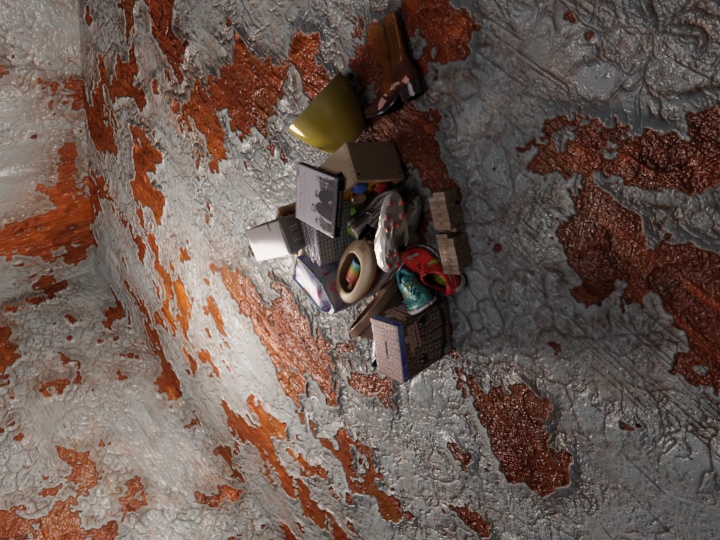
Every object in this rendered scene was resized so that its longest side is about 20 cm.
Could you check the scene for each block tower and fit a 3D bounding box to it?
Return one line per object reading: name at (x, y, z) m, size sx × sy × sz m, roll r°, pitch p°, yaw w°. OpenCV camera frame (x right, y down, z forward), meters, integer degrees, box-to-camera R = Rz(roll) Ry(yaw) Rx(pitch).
block tower at (0.217, -0.095, 1.436) m, size 0.054 × 0.057 × 0.203 m, roll 2°, pitch 109°, yaw 49°

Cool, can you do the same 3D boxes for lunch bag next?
lunch bag at (-0.076, 0.022, 1.753) m, size 0.200 × 0.168 × 0.128 m, roll 48°, pitch 143°, yaw 24°

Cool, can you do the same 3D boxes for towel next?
towel at (-0.087, -0.130, 1.692) m, size 0.085 × 0.164 × 0.203 m, roll 13°, pitch 117°, yaw 49°

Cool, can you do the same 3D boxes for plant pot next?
plant pot at (0.064, 0.120, 1.634) m, size 0.092 × 0.201 × 0.201 m, roll 40°, pitch 140°, yaw 0°
plant pot at (-0.070, -0.386, 1.542) m, size 0.142 × 0.201 × 0.200 m, roll 43°, pitch 144°, yaw -12°

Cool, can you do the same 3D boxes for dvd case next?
dvd case at (-0.109, -0.184, 1.527) m, size 0.199 × 0.024 × 0.152 m, roll 31°, pitch 122°, yaw 49°

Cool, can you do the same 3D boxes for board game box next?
board game box at (0.136, 0.169, 1.552) m, size 0.096 × 0.199 × 0.162 m, roll 13°, pitch 119°, yaw 45°

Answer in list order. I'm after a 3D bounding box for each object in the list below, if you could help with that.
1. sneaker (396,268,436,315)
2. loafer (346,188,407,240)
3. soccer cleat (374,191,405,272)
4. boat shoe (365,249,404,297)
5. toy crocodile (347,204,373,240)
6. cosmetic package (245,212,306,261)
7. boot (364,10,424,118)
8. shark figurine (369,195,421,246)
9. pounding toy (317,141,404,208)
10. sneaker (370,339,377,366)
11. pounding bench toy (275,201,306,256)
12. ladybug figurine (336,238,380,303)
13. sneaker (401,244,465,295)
sneaker at (0.130, 0.052, 1.501) m, size 0.080 × 0.077 × 0.200 m, roll 58°, pitch 178°, yaw -20°
loafer at (0.052, -0.142, 1.538) m, size 0.199 × 0.072 × 0.072 m, roll -34°, pitch 66°, yaw 37°
soccer cleat at (0.065, -0.097, 1.481) m, size 0.077 × 0.069 × 0.203 m, roll 24°, pitch 115°, yaw 55°
boat shoe at (0.065, 0.008, 1.656) m, size 0.200 × 0.069 × 0.071 m, roll -53°, pitch 51°, yaw 41°
toy crocodile at (0.011, -0.090, 1.676) m, size 0.061 × 0.067 × 0.203 m, roll 9°, pitch 118°, yaw 40°
cosmetic package at (-0.247, -0.097, 1.760) m, size 0.199 × 0.090 × 0.108 m, roll -12°, pitch 102°, yaw 49°
boot at (0.049, -0.483, 1.422) m, size 0.187 × 0.068 × 0.202 m, roll -18°, pitch 94°, yaw 53°
shark figurine at (0.105, -0.086, 1.562) m, size 0.214 × 0.089 × 0.130 m, roll -35°, pitch 48°, yaw 44°
pounding toy at (0.003, -0.224, 1.542) m, size 0.199 × 0.182 × 0.144 m, roll -28°, pitch 75°, yaw 52°
sneaker at (0.067, 0.205, 1.776) m, size 0.082 × 0.069 × 0.201 m, roll 60°, pitch 142°, yaw 35°
pounding bench toy at (-0.187, -0.098, 1.859) m, size 0.156 × 0.123 × 0.202 m, roll 41°, pitch 136°, yaw 29°
ladybug figurine at (0.000, 0.000, 1.624) m, size 0.136 × 0.071 × 0.201 m, roll 56°, pitch 133°, yaw 35°
sneaker at (0.173, -0.002, 1.511) m, size 0.199 × 0.084 × 0.078 m, roll 32°, pitch 130°, yaw 35°
